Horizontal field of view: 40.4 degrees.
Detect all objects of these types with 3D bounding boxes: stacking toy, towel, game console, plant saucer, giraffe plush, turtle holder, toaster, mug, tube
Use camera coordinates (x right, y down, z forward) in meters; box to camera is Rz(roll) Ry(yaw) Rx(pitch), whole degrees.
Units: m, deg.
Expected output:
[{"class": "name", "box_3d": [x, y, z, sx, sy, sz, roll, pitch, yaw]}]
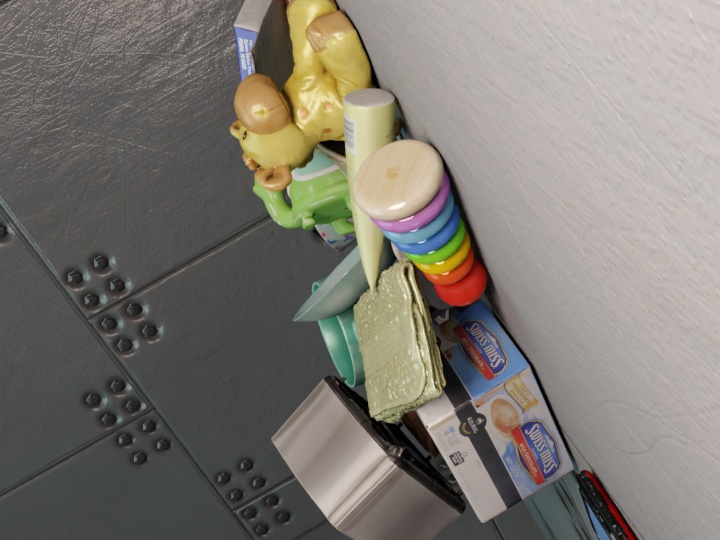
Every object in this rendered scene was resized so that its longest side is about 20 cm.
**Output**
[{"class": "stacking toy", "box_3d": [0.069, -0.029, 0.926, 0.200, 0.085, 0.085, 55, -176, -46]}, {"class": "towel", "box_3d": [0.035, 0.078, 1.030, 0.200, 0.036, 0.149, 130, 131, -68]}, {"class": "game console", "box_3d": [0.248, 0.340, 1.041, 0.173, 0.118, 0.200, 60, 179, 40]}, {"class": "plant saucer", "box_3d": [0.000, 0.000, 1.184, 0.039, 0.201, 0.201, 44, -179, -4]}, {"class": "giraffe plush", "box_3d": [-0.065, -0.175, 1.038, 0.200, 0.162, 0.173, 61, 179, -17]}, {"class": "turtle holder", "box_3d": [-0.036, -0.120, 1.273, 0.185, 0.141, 0.132, -25, 76, 49]}, {"class": "toaster", "box_3d": [0.007, 0.236, 1.175, 0.181, 0.119, 0.200, 43, 179, 45]}, {"class": "mug", "box_3d": [0.020, 0.075, 1.309, 0.185, 0.114, 0.153, -129, 24, -54]}, {"class": "tube", "box_3d": [0.011, -0.081, 0.985, 0.052, 0.058, 0.201, 22, 127, 35]}]

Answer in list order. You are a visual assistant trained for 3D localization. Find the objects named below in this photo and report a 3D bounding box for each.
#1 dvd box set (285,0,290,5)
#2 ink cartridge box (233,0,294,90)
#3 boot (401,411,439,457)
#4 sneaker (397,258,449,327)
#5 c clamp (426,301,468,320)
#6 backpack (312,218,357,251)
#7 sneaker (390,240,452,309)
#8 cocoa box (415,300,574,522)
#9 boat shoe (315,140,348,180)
[{"class": "dvd box set", "box_3d": [-0.044, -0.273, 1.255, 0.147, 0.029, 0.200, 61, 179, 13]}, {"class": "ink cartridge box", "box_3d": [-0.121, -0.242, 1.223, 0.200, 0.040, 0.200, -79, -10, -46]}, {"class": "boot", "box_3d": [0.124, 0.156, 1.270, 0.074, 0.155, 0.200, 47, 169, 28]}, {"class": "sneaker", "box_3d": [0.103, 0.058, 1.359, 0.076, 0.077, 0.200, 18, 148, 54]}, {"class": "c clamp", "box_3d": [0.088, 0.102, 1.273, 0.027, 0.200, 0.171, 36, 138, 31]}, {"class": "backpack", "box_3d": [-0.038, -0.136, 1.543, 0.178, 0.150, 0.201, 27, -138, -76]}, {"class": "sneaker", "box_3d": [0.059, -0.048, 1.049, 0.099, 0.071, 0.200, 63, 180, 39]}, {"class": "cocoa box", "box_3d": [0.142, 0.164, 1.133, 0.200, 0.131, 0.134, 61, 179, -38]}, {"class": "boat shoe", "box_3d": [-0.033, -0.170, 1.165, 0.200, 0.072, 0.065, 51, -179, 40]}]
